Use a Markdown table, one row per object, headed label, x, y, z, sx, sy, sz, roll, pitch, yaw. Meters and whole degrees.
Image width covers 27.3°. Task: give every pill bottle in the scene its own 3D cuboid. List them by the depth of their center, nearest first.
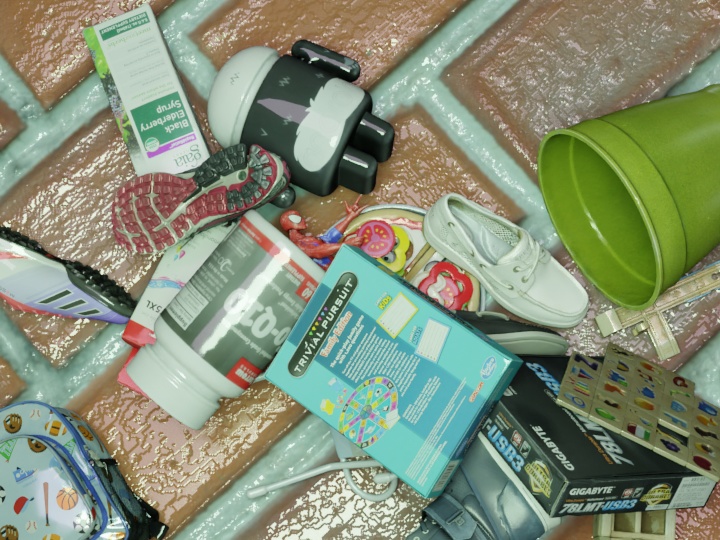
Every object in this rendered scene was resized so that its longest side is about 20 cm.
| label | x | y | z | sx | sy | sz | roll | pitch | yaw |
| --- | --- | --- | --- | --- | --- | --- | --- | --- | --- |
| pill bottle | -0.129 | 0.051 | 1.449 | 0.114 | 0.114 | 0.200 | 40 | 89 | 9 |

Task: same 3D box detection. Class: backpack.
| label | x | y | z | sx | sy | sz | roll | pitch | yaw |
| --- | --- | --- | --- | --- | --- | --- | --- | --- | --- |
| backpack | -0.327 | 0.231 | 1.479 | 0.199 | 0.154 | 0.191 | -32 | 69 | -2 |

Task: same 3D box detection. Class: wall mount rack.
| label | x | y | z | sx | sy | sz | roll | pitch | yaw |
| --- | --- | --- | --- | --- | --- | --- | --- | --- | --- |
| wall mount rack | -0.043 | 0.154 | 1.498 | 0.173 | 0.074 | 0.202 | -10 | 101 | 29 |

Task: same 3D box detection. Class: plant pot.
| label | x | y | z | sx | sy | sz | roll | pitch | yaw |
| --- | --- | --- | --- | --- | --- | --- | --- | --- | --- |
| plant pot | 0.316 | -0.094 | 1.510 | 0.192 | 0.201 | 0.201 | -28 | 79 | -16 |

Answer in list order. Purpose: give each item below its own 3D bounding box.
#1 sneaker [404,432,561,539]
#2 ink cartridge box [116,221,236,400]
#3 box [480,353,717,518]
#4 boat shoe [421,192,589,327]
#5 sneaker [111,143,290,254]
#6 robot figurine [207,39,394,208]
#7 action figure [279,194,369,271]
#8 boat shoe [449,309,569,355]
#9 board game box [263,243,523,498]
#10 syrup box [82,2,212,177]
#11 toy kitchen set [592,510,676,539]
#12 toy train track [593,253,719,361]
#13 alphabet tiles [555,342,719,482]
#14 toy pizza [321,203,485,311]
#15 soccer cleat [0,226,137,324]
| label | x | y | z | sx | sy | sz | roll | pitch | yaw |
| --- | --- | --- | --- | --- | --- | --- | --- | --- | --- |
| sneaker | 0.077 | 0.209 | 1.444 | 0.146 | 0.077 | 0.203 | -35 | 59 | -10 |
| ink cartridge box | -0.168 | 0.047 | 1.546 | 0.115 | 0.067 | 0.201 | 25 | 81 | 7 |
| box | 0.212 | 0.153 | 1.422 | 0.197 | 0.200 | 0.050 | 5 | 119 | -33 |
| boat shoe | 0.156 | -0.011 | 1.537 | 0.199 | 0.069 | 0.071 | 32 | 64 | -2 |
| sneaker | -0.163 | -0.067 | 1.499 | 0.199 | 0.075 | 0.081 | -16 | 83 | 20 |
| robot figurine | -0.064 | -0.154 | 1.559 | 0.199 | 0.150 | 0.125 | 25 | 124 | 6 |
| action figure | 0.000 | 0.000 | 1.518 | 0.099 | 0.065 | 0.200 | -44 | 79 | 11 |
| boat shoe | 0.126 | 0.071 | 1.504 | 0.199 | 0.074 | 0.061 | -2 | 48 | -33 |
| board game box | 0.029 | 0.092 | 1.391 | 0.199 | 0.047 | 0.152 | 35 | 98 | 20 |
| syrup box | -0.221 | -0.172 | 1.585 | 0.078 | 0.081 | 0.201 | -22 | 78 | -2 |
| toy kitchen set | 0.234 | 0.246 | 1.427 | 0.162 | 0.200 | 0.182 | 5 | 79 | 2 |
| toy train track | 0.341 | 0.019 | 1.556 | 0.199 | 0.033 | 0.115 | -23 | 79 | -4 |
| alphabet tiles | 0.280 | 0.128 | 1.464 | 0.166 | 0.200 | 0.008 | 26 | 112 | 6 |
| toy pizza | 0.033 | 0.026 | 1.563 | 0.198 | 0.032 | 0.202 | 0 | 79 | 1 |
| soccer cleat | -0.329 | 0.020 | 1.564 | 0.199 | 0.068 | 0.074 | 25 | 97 | 6 |
